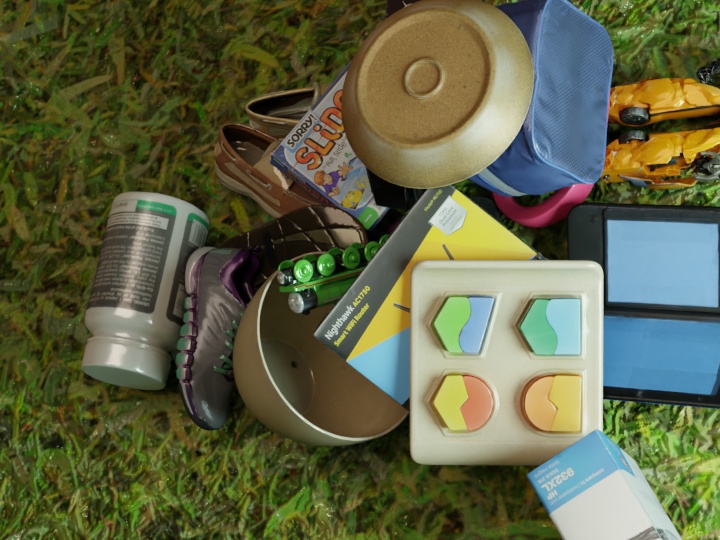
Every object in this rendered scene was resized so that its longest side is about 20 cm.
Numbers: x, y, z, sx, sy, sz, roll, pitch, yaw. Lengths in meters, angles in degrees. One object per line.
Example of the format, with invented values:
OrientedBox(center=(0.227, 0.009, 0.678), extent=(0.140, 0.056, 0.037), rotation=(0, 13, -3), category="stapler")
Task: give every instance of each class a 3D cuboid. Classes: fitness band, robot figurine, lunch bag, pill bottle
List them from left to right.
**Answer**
OrientedBox(center=(-0.240, 0.023, 1.739), extent=(0.113, 0.113, 0.201), rotation=(3, 71, 24), category="pill bottle")
OrientedBox(center=(0.162, -0.180, 1.585), extent=(0.132, 0.136, 0.201), rotation=(-6, 69, 41), category="lunch bag")
OrientedBox(center=(0.195, -0.144, 1.662), extent=(0.143, 0.037, 0.201), rotation=(-3, 72, 42), category="fitness band")
OrientedBox(center=(0.343, -0.148, 1.612), extent=(0.199, 0.058, 0.145), rotation=(-3, 70, 23), category="robot figurine")

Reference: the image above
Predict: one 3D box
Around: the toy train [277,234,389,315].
OrientedBox(center=(0.000, 0.000, 1.604), extent=(0.042, 0.200, 0.057), rotation=(-1, 102, 53), category="toy train")

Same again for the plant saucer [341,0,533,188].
OrientedBox(center=(0.066, -0.179, 1.515), extent=(0.200, 0.035, 0.201), rotation=(-7, 72, 22), category="plant saucer")

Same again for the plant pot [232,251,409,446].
OrientedBox(center=(-0.056, 0.097, 1.635), extent=(0.134, 0.200, 0.201), rotation=(-31, 55, 48), category="plant pot")

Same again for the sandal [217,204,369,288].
OrientedBox(center=(-0.070, -0.020, 1.717), extent=(0.200, 0.055, 0.082), rotation=(-18, 83, 34), category="sandal")

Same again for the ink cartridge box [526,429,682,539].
OrientedBox(center=(0.252, 0.263, 1.445), extent=(0.084, 0.145, 0.200), rotation=(-34, 61, 9), category="ink cartridge box")

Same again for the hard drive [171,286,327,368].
OrientedBox(center=(-0.126, 0.040, 1.762), extent=(0.200, 0.027, 0.132), rotation=(-30, 61, 11), category="hard drive")

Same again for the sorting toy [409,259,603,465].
OrientedBox(center=(0.139, 0.090, 1.500), extent=(0.185, 0.036, 0.201), rotation=(0, 96, 3), category="sorting toy")

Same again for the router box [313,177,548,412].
OrientedBox(center=(0.072, 0.029, 1.543), extent=(0.149, 0.051, 0.200), rotation=(38, 96, -2), category="router box")

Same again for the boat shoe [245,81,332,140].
OrientedBox(center=(-0.034, -0.183, 1.777), extent=(0.199, 0.076, 0.072), rotation=(-11, 64, 16), category="boat shoe")

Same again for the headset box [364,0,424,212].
OrientedBox(center=(0.055, -0.160, 1.625), extent=(0.077, 0.149, 0.201), rotation=(5, 75, 7), category="headset box")

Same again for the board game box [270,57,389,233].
OrientedBox(center=(0.015, -0.154, 1.720), extent=(0.135, 0.034, 0.200), rotation=(37, 76, 5), category="board game box")

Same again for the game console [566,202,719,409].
OrientedBox(center=(0.285, 0.030, 1.529), extent=(0.199, 0.118, 0.171), rotation=(3, 105, 24), category="game console")

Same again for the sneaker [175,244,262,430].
OrientedBox(center=(-0.145, 0.070, 1.688), extent=(0.087, 0.074, 0.201), rotation=(-7, 81, 32), category="sneaker")

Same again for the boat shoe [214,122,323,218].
OrientedBox(center=(-0.090, -0.109, 1.764), extent=(0.200, 0.072, 0.076), rotation=(23, 49, 28), category="boat shoe")

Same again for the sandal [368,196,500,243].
OrientedBox(center=(0.054, -0.031, 1.698), extent=(0.200, 0.048, 0.076), rotation=(-18, 65, 17), category="sandal")
